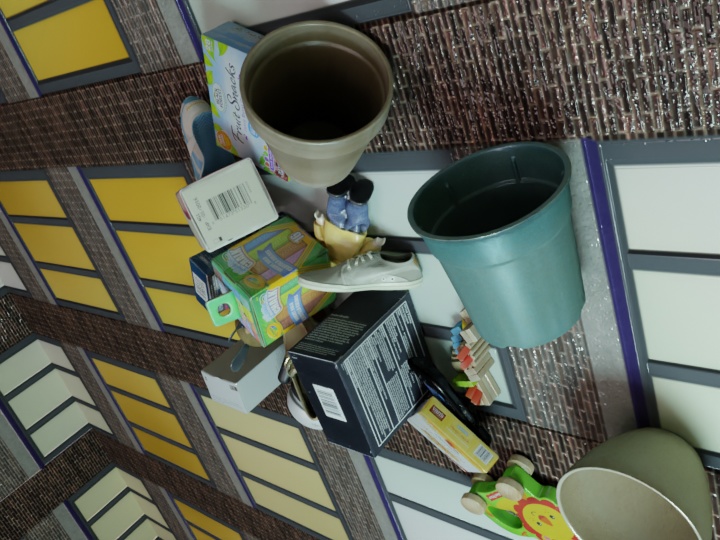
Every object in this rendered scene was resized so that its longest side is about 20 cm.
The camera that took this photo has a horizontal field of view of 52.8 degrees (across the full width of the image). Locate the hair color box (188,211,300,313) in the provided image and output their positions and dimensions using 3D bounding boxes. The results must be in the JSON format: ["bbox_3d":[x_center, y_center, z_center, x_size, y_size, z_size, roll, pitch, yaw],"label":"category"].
[{"bbox_3d":[-0.197,-0.014,1.280,0.060,0.199,0.101,38,144,32],"label":"hair color box"}]

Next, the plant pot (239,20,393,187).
[{"bbox_3d":[-0.059,-0.210,1.004,0.200,0.200,0.174,39,160,14],"label":"plant pot"}]

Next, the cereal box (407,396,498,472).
[{"bbox_3d":[0.152,0.285,1.242,0.144,0.040,0.200,41,167,9],"label":"cereal box"}]

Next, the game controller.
[{"bbox_3d":[0.149,0.221,1.206,0.200,0.042,0.104,51,180,-30],"label":"game controller"}]

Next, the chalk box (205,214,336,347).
[{"bbox_3d":[-0.157,0.027,1.194,0.124,0.199,0.125,39,153,35],"label":"chalk box"}]

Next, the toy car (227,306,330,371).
[{"bbox_3d":[-0.169,0.100,1.355,0.157,0.200,0.165,29,139,26],"label":"toy car"}]

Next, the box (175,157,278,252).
[{"bbox_3d":[-0.229,-0.110,1.213,0.110,0.127,0.200,65,167,-12],"label":"box"}]

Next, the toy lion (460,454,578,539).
[{"bbox_3d":[0.299,0.421,1.269,0.191,0.069,0.200,41,144,0],"label":"toy lion"}]

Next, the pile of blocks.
[{"bbox_3d":[0.167,0.142,1.155,0.082,0.062,0.201,15,131,38],"label":"pile of blocks"}]

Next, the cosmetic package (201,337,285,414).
[{"bbox_3d":[-0.209,0.189,1.475,0.112,0.200,0.082,12,130,41],"label":"cosmetic package"}]

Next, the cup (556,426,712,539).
[{"bbox_3d":[0.391,0.299,0.988,0.199,0.143,0.201,28,139,28],"label":"cup"}]

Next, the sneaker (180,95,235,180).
[{"bbox_3d":[-0.275,-0.219,1.306,0.081,0.076,0.201,52,153,36],"label":"sneaker"}]

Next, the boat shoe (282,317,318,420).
[{"bbox_3d":[-0.097,0.161,1.264,0.072,0.065,0.202,-20,86,28],"label":"boat shoe"}]

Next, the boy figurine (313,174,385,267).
[{"bbox_3d":[-0.018,-0.055,1.174,0.123,0.065,0.201,18,138,13],"label":"boy figurine"}]

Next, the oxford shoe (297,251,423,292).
[{"bbox_3d":[0.000,0.000,1.137,0.075,0.198,0.058,-107,14,-73],"label":"oxford shoe"}]

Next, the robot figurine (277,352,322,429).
[{"bbox_3d":[-0.060,0.199,1.358,0.150,0.124,0.201,35,111,30],"label":"robot figurine"}]

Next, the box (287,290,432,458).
[{"bbox_3d":[0.011,0.165,1.223,0.123,0.198,0.201,7,126,44],"label":"box"}]

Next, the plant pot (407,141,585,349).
[{"bbox_3d":[0.184,-0.023,0.900,0.199,0.200,0.197,7,135,43],"label":"plant pot"}]

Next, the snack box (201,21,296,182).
[{"bbox_3d":[-0.160,-0.263,1.138,0.168,0.068,0.201,29,139,26],"label":"snack box"}]
